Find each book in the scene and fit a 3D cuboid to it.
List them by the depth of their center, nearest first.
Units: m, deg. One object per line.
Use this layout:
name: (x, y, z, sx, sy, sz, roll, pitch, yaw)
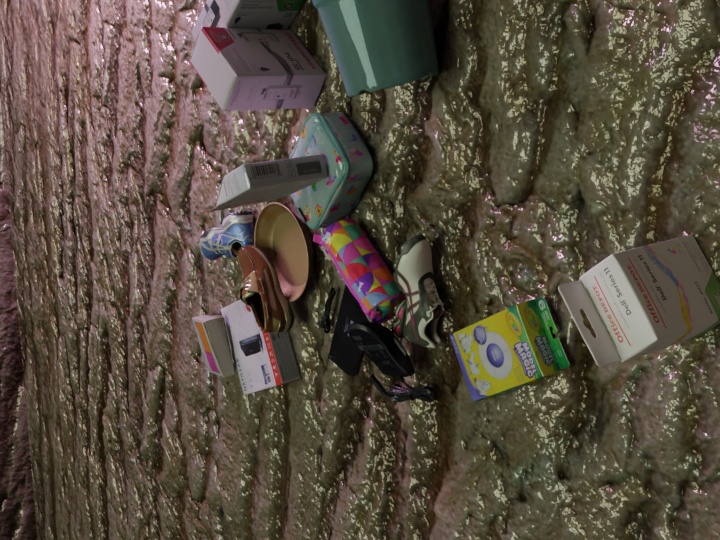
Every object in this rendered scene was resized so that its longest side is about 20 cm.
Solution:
book: (-0.336, 0.170, 2.262, 0.200, 0.048, 0.134, 178, 77, -70)

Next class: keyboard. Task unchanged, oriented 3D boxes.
keyboard: (-0.029, 0.094, 1.884, 0.127, 0.021, 0.200, 39, 129, 34)

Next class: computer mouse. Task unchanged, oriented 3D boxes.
computer mouse: (0.042, 0.153, 1.729, 0.200, 0.046, 0.140, 46, 150, -18)

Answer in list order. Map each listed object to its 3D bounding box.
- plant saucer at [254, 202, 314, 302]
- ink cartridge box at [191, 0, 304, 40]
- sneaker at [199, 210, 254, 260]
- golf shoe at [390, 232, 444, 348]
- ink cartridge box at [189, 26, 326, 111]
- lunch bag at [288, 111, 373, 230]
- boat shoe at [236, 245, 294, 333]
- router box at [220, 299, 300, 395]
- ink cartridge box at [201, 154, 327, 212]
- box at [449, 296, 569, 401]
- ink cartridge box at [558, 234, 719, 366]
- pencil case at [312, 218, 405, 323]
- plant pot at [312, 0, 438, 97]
plant saucer: (-0.146, -0.038, 1.990, 0.200, 0.035, 0.201, 21, 116, 50)
ink cartridge box: (-0.207, -0.477, 1.850, 0.200, 0.146, 0.083, -46, 63, 51)
sneaker: (-0.288, -0.058, 2.144, 0.200, 0.076, 0.077, -35, 67, 54)
golf shoe: (0.105, 0.034, 1.645, 0.088, 0.077, 0.201, 28, 131, 38)
ink cartridge box: (-0.185, -0.366, 1.806, 0.147, 0.200, 0.083, 54, 135, 29)
lunch bag: (-0.066, -0.180, 1.802, 0.161, 0.077, 0.200, 59, 141, 24)
boat shoe: (-0.204, 0.039, 1.999, 0.200, 0.074, 0.076, 60, 141, 23)
router box: (-0.215, 0.155, 2.131, 0.179, 0.049, 0.201, -24, 80, 54)
ink cartridge box: (-0.177, -0.152, 1.759, 0.200, 0.160, 0.047, -15, 88, 55)
box: (0.226, 0.121, 1.519, 0.200, 0.048, 0.118, -32, 75, 51)
ink cartridge box: (0.345, 0.035, 1.197, 0.067, 0.200, 0.117, -45, 65, 50)
pencil case: (0.000, 0.000, 1.762, 0.200, 0.088, 0.089, 54, 138, 28)
plant pot: (0.027, -0.379, 1.533, 0.200, 0.200, 0.197, 1, 108, 54)
